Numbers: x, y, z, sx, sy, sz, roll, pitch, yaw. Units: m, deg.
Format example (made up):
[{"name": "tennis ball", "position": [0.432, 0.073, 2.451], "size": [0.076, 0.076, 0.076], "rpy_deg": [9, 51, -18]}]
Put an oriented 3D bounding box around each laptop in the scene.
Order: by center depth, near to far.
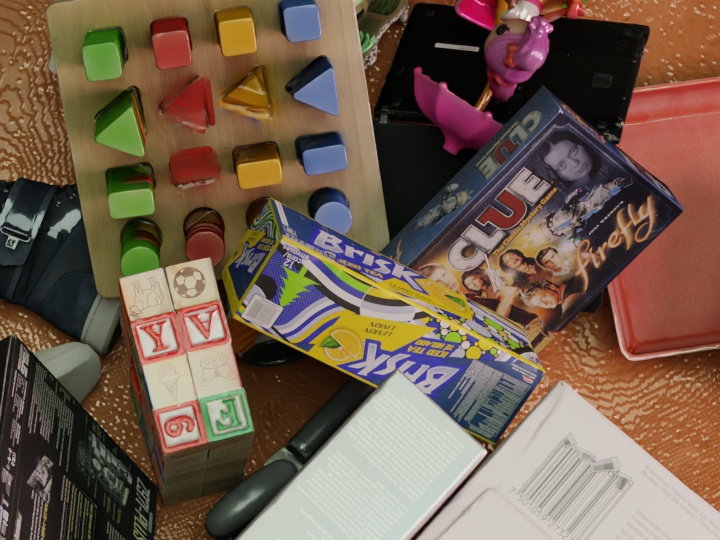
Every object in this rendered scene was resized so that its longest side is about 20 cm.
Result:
[{"name": "laptop", "position": [0.103, -0.085, 1.620], "size": [0.177, 0.103, 0.200], "rpy_deg": [7, 47, 13]}]

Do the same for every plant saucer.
[{"name": "plant saucer", "position": [0.262, -0.039, 1.632], "size": [0.200, 0.037, 0.200], "rpy_deg": [-8, 74, -7]}]

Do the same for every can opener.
[{"name": "can opener", "position": [-0.023, 0.124, 1.547], "size": [0.053, 0.066, 0.200], "rpy_deg": [43, 70, 8]}]

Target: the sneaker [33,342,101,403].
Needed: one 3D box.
[{"name": "sneaker", "position": [-0.276, 0.085, 1.533], "size": [0.200, 0.075, 0.089], "rpy_deg": [-27, 65, -11]}]

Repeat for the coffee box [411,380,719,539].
[{"name": "coffee box", "position": [0.124, 0.222, 1.458], "size": [0.200, 0.198, 0.200], "rpy_deg": [42, 76, 6]}]

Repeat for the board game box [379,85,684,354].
[{"name": "board game box", "position": [0.099, -0.011, 1.510], "size": [0.135, 0.035, 0.200], "rpy_deg": [34, 107, -35]}]

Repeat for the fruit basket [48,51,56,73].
[{"name": "fruit basket", "position": [-0.115, -0.216, 1.621], "size": [0.185, 0.094, 0.200], "rpy_deg": [10, 70, -2]}]

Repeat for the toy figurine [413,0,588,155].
[{"name": "toy figurine", "position": [0.106, -0.166, 1.520], "size": [0.150, 0.200, 0.184], "rpy_deg": [24, 57, -19]}]

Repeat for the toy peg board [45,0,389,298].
[{"name": "toy peg board", "position": [-0.089, -0.085, 1.463], "size": [0.199, 0.098, 0.200], "rpy_deg": [-9, 104, -2]}]

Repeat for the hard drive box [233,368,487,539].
[{"name": "hard drive box", "position": [-0.024, 0.166, 1.375], "size": [0.077, 0.156, 0.200], "rpy_deg": [43, 80, 6]}]

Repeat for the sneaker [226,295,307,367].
[{"name": "sneaker", "position": [0.000, 0.000, 1.570], "size": [0.200, 0.076, 0.092], "rpy_deg": [-9, 40, -5]}]

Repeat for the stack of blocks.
[{"name": "stack of blocks", "position": [-0.115, 0.077, 1.477], "size": [0.059, 0.200, 0.115], "rpy_deg": [-14, 76, -9]}]

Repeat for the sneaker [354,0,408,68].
[{"name": "sneaker", "position": [-0.006, -0.176, 1.589], "size": [0.077, 0.089, 0.200], "rpy_deg": [3, 29, 29]}]

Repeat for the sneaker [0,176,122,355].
[{"name": "sneaker", "position": [-0.197, -0.063, 1.558], "size": [0.146, 0.077, 0.202], "rpy_deg": [26, 90, 4]}]

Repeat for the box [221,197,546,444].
[{"name": "box", "position": [0.014, 0.033, 1.443], "size": [0.200, 0.070, 0.064], "rpy_deg": [28, 106, -20]}]

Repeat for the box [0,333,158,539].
[{"name": "box", "position": [-0.209, 0.168, 1.412], "size": [0.086, 0.164, 0.200], "rpy_deg": [-28, 33, 17]}]
